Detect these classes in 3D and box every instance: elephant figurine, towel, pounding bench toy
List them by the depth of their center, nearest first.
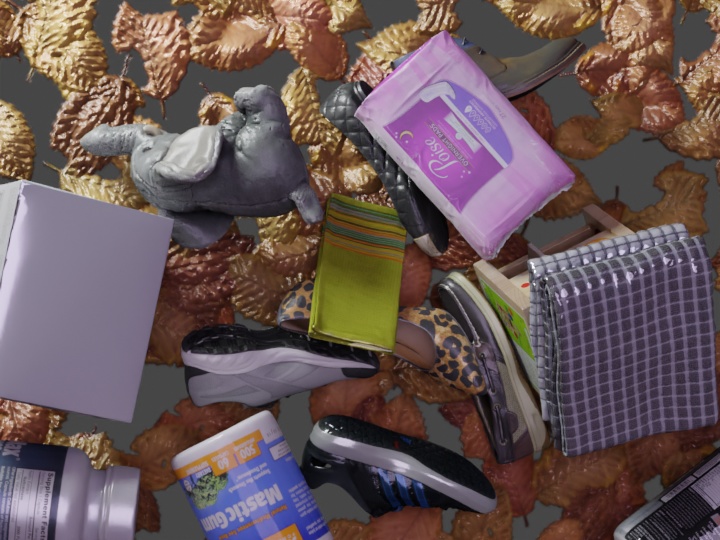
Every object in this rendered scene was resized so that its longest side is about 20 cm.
[{"bbox_3d":[0.246,0.070,1.558,0.165,0.086,0.201,-16,115,-13],"label":"towel"},{"bbox_3d":[0.000,0.000,1.643,0.086,0.018,0.201,11,42,-4],"label":"towel"},{"bbox_3d":[-0.159,-0.093,1.646,0.199,0.155,0.142,-18,102,-7],"label":"elephant figurine"},{"bbox_3d":[0.231,0.062,1.668,0.155,0.124,0.201,-26,117,-9],"label":"pounding bench toy"}]

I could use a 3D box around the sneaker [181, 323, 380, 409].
[{"bbox_3d":[-0.079,0.097,1.671,0.199,0.074,0.080,-1,115,-11],"label":"sneaker"}]

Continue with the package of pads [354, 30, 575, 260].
[{"bbox_3d":[0.102,-0.120,1.641,0.120,0.076,0.200,-42,87,-3],"label":"package of pads"}]

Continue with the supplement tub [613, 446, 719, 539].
[{"bbox_3d":[0.361,0.249,1.668,0.200,0.123,0.123,-35,89,-8],"label":"supplement tub"}]

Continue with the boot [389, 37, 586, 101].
[{"bbox_3d":[0.127,-0.211,1.711,0.199,0.075,0.097,-30,91,-6],"label":"boot"}]

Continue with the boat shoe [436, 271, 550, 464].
[{"bbox_3d":[0.122,0.099,1.682,0.065,0.073,0.201,-27,88,-13],"label":"boat shoe"}]

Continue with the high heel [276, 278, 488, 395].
[{"bbox_3d":[0.018,0.075,1.631,0.142,0.072,0.200,-26,59,-38],"label":"high heel"}]

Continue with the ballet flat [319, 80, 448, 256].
[{"bbox_3d":[0.029,-0.100,1.706,0.057,0.066,0.201,-33,83,24],"label":"ballet flat"}]

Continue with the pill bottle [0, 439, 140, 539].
[{"bbox_3d":[-0.313,0.223,1.603,0.199,0.120,0.120,6,84,-6],"label":"pill bottle"}]

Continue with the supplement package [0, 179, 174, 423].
[{"bbox_3d":[-0.284,0.031,1.606,0.155,0.111,0.201,14,84,-24],"label":"supplement package"}]

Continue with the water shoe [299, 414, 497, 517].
[{"bbox_3d":[0.037,0.208,1.677,0.199,0.072,0.079,23,110,-5],"label":"water shoe"}]

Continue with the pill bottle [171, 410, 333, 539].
[{"bbox_3d":[-0.093,0.247,1.627,0.112,0.112,0.201,-26,87,-8],"label":"pill bottle"}]
